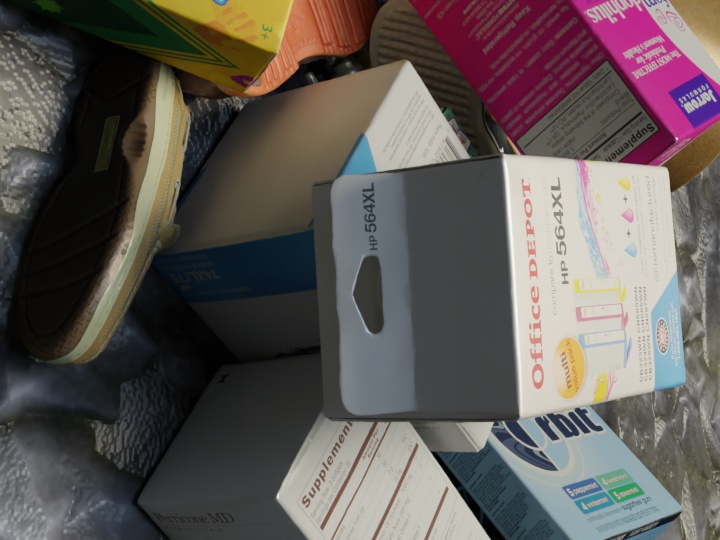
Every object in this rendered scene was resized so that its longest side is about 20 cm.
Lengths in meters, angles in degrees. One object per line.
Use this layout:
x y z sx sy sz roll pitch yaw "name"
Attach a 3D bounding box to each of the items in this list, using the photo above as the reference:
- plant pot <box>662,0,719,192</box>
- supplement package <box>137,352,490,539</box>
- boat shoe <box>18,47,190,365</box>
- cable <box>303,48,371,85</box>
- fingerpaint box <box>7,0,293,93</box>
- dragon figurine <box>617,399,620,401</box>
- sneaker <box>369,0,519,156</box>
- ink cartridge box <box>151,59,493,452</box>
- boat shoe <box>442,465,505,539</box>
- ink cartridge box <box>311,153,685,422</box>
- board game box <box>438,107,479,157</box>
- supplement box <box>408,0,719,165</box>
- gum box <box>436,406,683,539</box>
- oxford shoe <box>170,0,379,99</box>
0.174 -0.178 0.932 0.199 0.186 0.187 25 62 -28 "plant pot"
-0.018 0.161 0.744 0.200 0.116 0.118 56 44 -28 "supplement package"
-0.131 -0.030 0.685 0.076 0.071 0.201 49 46 -50 "boat shoe"
0.019 -0.075 0.881 0.200 0.050 0.097 52 44 -18 "cable"
-0.104 -0.227 0.674 0.166 0.073 0.201 20 73 -16 "fingerpaint box"
0.157 0.012 0.955 0.100 0.200 0.059 -48 128 4 "dragon figurine"
0.066 -0.122 0.881 0.080 0.078 0.201 -72 143 -50 "sneaker"
0.000 0.000 0.774 0.200 0.145 0.147 53 48 -31 "ink cartridge box"
0.083 0.178 0.908 0.200 0.068 0.085 -46 118 -46 "boat shoe"
0.070 0.011 0.645 0.199 0.125 0.129 -3 88 -50 "ink cartridge box"
0.070 -0.034 0.850 0.024 0.104 0.200 -53 124 -25 "board game box"
0.133 -0.148 0.775 0.101 0.103 0.200 -30 83 -45 "supplement box"
0.127 0.129 0.903 0.169 0.045 0.200 -1 44 -52 "gum box"
-0.055 -0.166 0.799 0.200 0.073 0.072 -36 115 -50 "oxford shoe"
